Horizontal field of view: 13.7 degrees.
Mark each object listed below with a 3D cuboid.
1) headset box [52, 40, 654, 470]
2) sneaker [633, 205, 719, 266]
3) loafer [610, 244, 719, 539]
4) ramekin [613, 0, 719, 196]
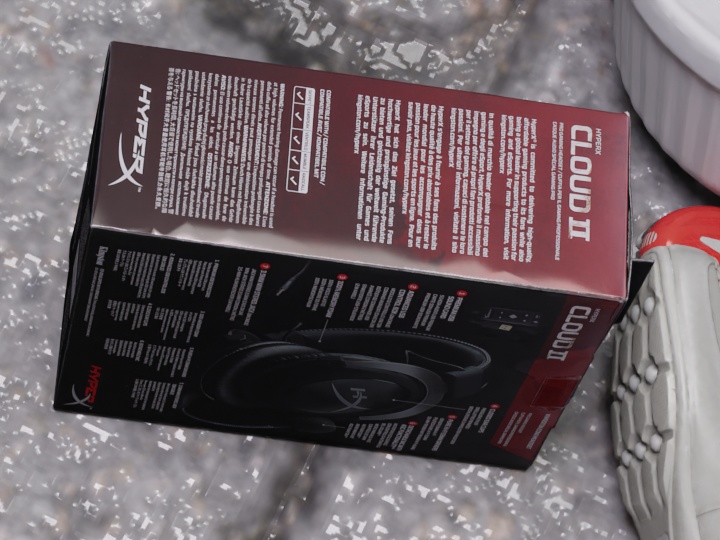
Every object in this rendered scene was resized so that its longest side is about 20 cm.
[{"bbox_3d":[0.000,0.000,1.044,0.199,0.149,0.077,6,63,-7],"label":"headset box"},{"bbox_3d":[0.193,0.031,1.103,0.200,0.085,0.077,34,62,7],"label":"sneaker"},{"bbox_3d":[0.135,0.088,1.068,0.070,0.070,0.201,-5,80,-17],"label":"loafer"},{"bbox_3d":[0.187,-0.102,1.145,0.202,0.094,0.203,4,50,-5],"label":"ramekin"}]
